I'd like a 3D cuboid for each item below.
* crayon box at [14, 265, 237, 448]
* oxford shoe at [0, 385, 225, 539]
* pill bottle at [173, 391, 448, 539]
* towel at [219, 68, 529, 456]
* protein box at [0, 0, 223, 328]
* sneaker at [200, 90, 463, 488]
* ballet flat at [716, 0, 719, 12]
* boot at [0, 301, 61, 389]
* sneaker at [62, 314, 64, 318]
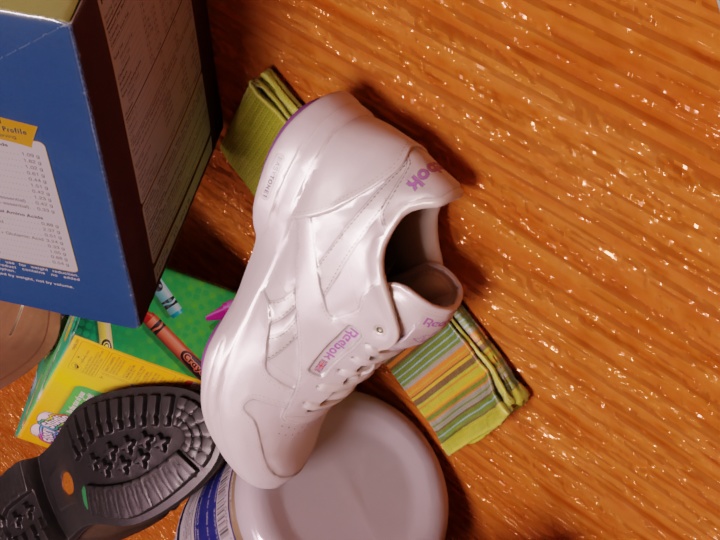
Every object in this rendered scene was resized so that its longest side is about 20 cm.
[{"bbox_3d":[-0.123,0.064,0.891,0.118,0.059,0.200,20,153,-13],"label":"crayon box"},{"bbox_3d":[-0.127,0.109,0.857,0.199,0.084,0.073,-28,74,42],"label":"oxford shoe"},{"bbox_3d":[-0.039,0.147,0.851,0.116,0.115,0.200,53,151,4],"label":"pill bottle"},{"bbox_3d":[0.000,0.000,0.745,0.200,0.018,0.086,52,150,7],"label":"towel"},{"bbox_3d":[-0.182,-0.101,0.690,0.197,0.136,0.201,11,144,9],"label":"protein box"},{"bbox_3d":[-0.013,0.026,0.687,0.099,0.075,0.201,30,123,23],"label":"sneaker"},{"bbox_3d":[0.103,-0.141,0.412,0.071,0.069,0.201,34,145,65],"label":"ballet flat"},{"bbox_3d":[-0.202,-0.028,0.873,0.200,0.070,0.147,-38,46,30],"label":"boot"},{"bbox_3d":[-0.217,-0.019,0.959,0.200,0.077,0.085,39,165,-6],"label":"sneaker"}]
